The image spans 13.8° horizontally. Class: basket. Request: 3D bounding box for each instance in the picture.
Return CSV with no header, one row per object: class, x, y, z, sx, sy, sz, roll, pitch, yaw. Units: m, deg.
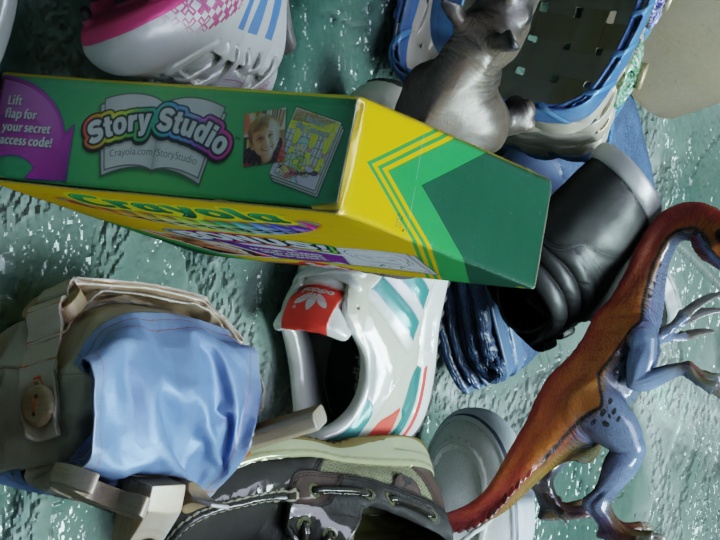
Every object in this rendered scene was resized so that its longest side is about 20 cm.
basket,0.091,-0.161,1.600,0.200,0.139,0.177,51,55,-58

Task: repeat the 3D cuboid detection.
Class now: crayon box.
crayon box,-0.041,-0.041,1.369,0.172,0.200,0.058,18,80,-56

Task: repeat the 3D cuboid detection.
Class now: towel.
towel,0.102,-0.025,1.723,0.200,0.048,0.112,-43,130,-43

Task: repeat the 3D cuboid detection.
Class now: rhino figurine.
rhino figurine,0.047,-0.076,1.463,0.087,0.060,0.200,-32,153,-52

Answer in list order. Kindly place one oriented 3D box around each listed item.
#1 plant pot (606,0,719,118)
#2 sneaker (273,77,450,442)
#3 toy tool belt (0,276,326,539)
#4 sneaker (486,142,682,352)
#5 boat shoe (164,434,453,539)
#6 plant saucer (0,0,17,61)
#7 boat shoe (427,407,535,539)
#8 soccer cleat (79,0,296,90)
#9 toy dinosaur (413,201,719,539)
plant pot,0.258,-0.197,1.752,0.187,0.200,0.188,26,60,-58
sneaker,0.000,0.000,1.554,0.093,0.070,0.200,-8,106,-61
toy tool belt,-0.114,0.067,1.351,0.200,0.123,0.125,-5,100,-55
sneaker,0.121,0.011,1.666,0.099,0.071,0.200,-39,153,-10
boat shoe,-0.026,0.127,1.509,0.201,0.066,0.072,-4,140,-47
plant saucer,-0.199,-0.128,1.255,0.200,0.050,0.200,-13,106,-54
boat shoe,0.037,0.177,1.651,0.086,0.075,0.202,-7,111,-53
soccer cleat,-0.069,-0.110,1.384,0.086,0.070,0.200,67,19,-11
toy dinosaur,0.141,0.054,1.587,0.200,0.105,0.182,-4,105,-31
